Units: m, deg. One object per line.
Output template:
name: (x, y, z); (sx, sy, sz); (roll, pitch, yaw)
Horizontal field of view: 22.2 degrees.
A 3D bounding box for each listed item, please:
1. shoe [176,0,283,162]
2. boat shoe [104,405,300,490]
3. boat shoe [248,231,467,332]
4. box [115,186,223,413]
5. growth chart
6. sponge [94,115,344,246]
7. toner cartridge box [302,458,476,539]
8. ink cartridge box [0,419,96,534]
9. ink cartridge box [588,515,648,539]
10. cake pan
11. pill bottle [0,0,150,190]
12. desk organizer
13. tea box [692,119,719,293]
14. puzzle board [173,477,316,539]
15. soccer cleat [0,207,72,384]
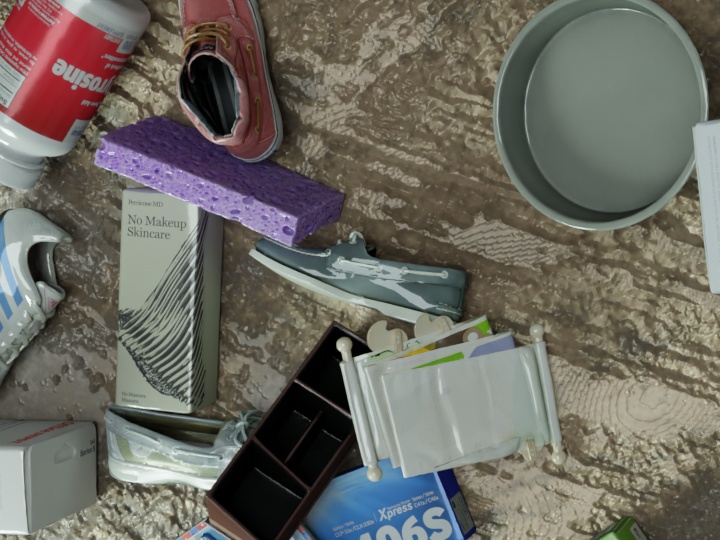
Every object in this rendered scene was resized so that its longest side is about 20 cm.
shoe: (-0.126, -0.196, 1.619); (0.071, 0.091, 0.201); (-20, 77, 15)
boat shoe: (-0.143, 0.157, 1.678); (0.201, 0.074, 0.065); (0, 108, 24)
boat shoe: (0.000, 0.000, 1.629); (0.199, 0.073, 0.062); (19, 87, 12)
box: (-0.174, 0.025, 1.680); (0.082, 0.068, 0.201); (3, 97, 17)
growth chart: (0.080, 0.107, 1.583); (0.199, 0.018, 0.145); (-6, 92, -16)
sponge: (-0.124, -0.082, 1.631); (0.199, 0.112, 0.030); (23, 112, 14)
toner cartridge box: (-0.006, 0.229, 1.660); (0.199, 0.043, 0.095); (-24, 87, 18)
ink cartridge box: (-0.365, 0.189, 1.715); (0.199, 0.145, 0.084); (0, 95, 18)
ink cartridge box: (0.226, 0.337, 1.579); (0.148, 0.076, 0.200); (-38, 82, 17)
cake pan: (0.205, -0.134, 1.537); (0.200, 0.037, 0.201); (2, 94, 35)
pill bottle: (-0.286, -0.179, 1.674); (0.112, 0.112, 0.200); (37, 105, 11)
desk organizer: (-0.051, 0.148, 1.596); (0.072, 0.077, 0.200); (32, 68, 12)
tea box: (0.373, -0.062, 1.431); (0.196, 0.200, 0.134); (-5, 93, 17)
puzzle board: (-0.081, 0.303, 1.658); (0.151, 0.017, 0.200); (-36, 97, 20)
soccer cleat: (-0.328, 0.042, 1.730); (0.086, 0.070, 0.201); (18, 100, 16)
